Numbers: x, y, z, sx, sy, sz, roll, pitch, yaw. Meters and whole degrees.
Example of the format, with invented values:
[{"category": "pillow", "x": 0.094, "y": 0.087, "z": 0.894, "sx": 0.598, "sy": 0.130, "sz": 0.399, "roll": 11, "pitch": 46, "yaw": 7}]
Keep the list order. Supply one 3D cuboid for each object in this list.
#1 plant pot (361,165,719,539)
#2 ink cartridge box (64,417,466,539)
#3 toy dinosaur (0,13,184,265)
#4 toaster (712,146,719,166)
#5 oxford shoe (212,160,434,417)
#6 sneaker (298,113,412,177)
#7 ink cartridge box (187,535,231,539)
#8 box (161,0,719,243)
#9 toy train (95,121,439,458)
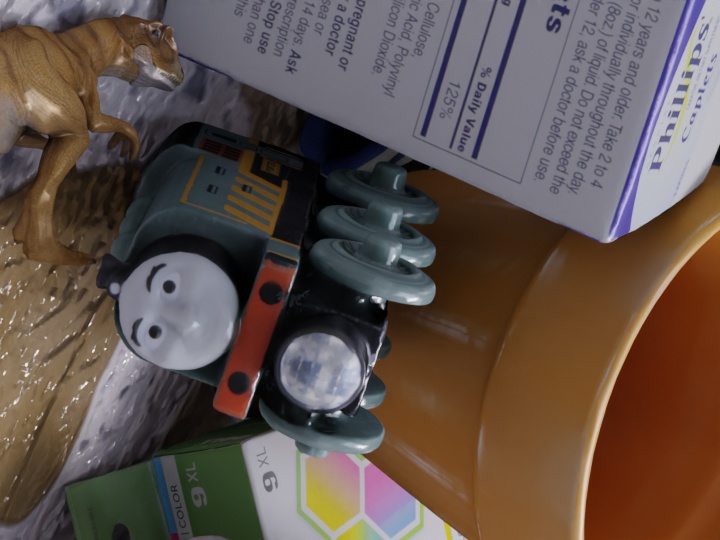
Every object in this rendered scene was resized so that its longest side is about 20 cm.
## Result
[{"category": "plant pot", "x": 0.081, "y": 0.041, "z": 1.019, "sx": 0.200, "sy": 0.183, "sz": 0.200, "roll": -22, "pitch": 121, "yaw": -42}, {"category": "ink cartridge box", "x": -0.030, "y": 0.116, "z": 1.085, "sx": 0.200, "sy": 0.059, "sz": 0.104, "roll": -16, "pitch": 94, "yaw": -50}, {"category": "toy dinosaur", "x": -0.119, "y": -0.056, "z": 0.819, "sx": 0.200, "sy": 0.060, "sz": 0.106, "roll": -21, "pitch": 121, "yaw": -74}, {"category": "toaster", "x": 0.144, "y": -0.134, "z": 1.159, "sx": 0.119, "sy": 0.200, "sz": 0.181, "roll": 25, "pitch": 83, "yaw": -71}, {"category": "oxford shoe", "x": 0.000, "y": 0.000, "z": 1.124, "sx": 0.200, "sy": 0.073, "sz": 0.084, "roll": -33, "pitch": 147, "yaw": -34}, {"category": "sneaker", "x": 0.027, "y": -0.118, "z": 1.030, "sx": 0.088, "sy": 0.075, "sz": 0.200, "roll": -38, "pitch": 150, "yaw": -44}, {"category": "ink cartridge box", "x": -0.033, "y": 0.229, "z": 0.999, "sx": 0.162, "sy": 0.050, "sz": 0.200, "roll": 28, "pitch": 71, "yaw": -26}, {"category": "box", "x": 0.051, "y": -0.139, "z": 0.899, "sx": 0.105, "sy": 0.200, "sz": 0.184, "roll": -25, "pitch": 136, "yaw": -59}, {"category": "toy train", "x": -0.035, "y": 0.002, "z": 0.904, "sx": 0.200, "sy": 0.114, "sz": 0.085, "roll": -81, "pitch": -170, "yaw": -74}]
